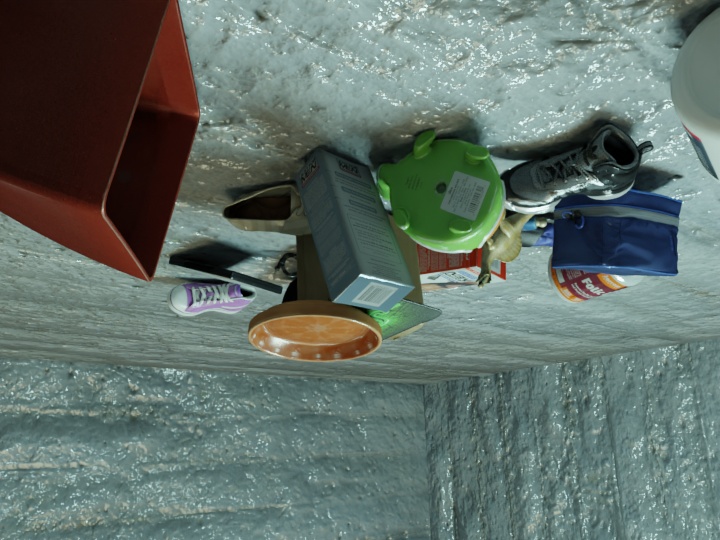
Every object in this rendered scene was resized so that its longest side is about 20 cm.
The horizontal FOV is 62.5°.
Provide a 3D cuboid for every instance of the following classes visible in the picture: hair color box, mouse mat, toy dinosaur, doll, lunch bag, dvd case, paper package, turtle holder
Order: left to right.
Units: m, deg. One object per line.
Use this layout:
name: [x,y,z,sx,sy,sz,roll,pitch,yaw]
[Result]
dvd case: [-0.266,0.010,1.168,0.195,0.018,0.141,11,173,37]
hair color box: [-0.011,-0.053,0.767,0.097,0.205,0.060,14,137,-42]
paper package: [0.000,0.000,0.964,0.195,0.197,0.102,12,154,-38]
mouse mat: [0.006,0.075,0.879,0.157,0.008,0.198,16,151,-32]
turtle holder: [0.102,-0.088,0.782,0.180,0.146,0.131,-10,163,23]
hair color box: [0.152,-0.010,1.071,0.196,0.066,0.109,-8,162,42]
toy dinosaur: [0.230,-0.068,0.960,0.101,0.201,0.058,42,176,-10]
doll: [0.289,-0.065,1.035,0.193,0.050,0.136,5,161,-22]
lunch bag: [0.383,-0.066,0.905,0.194,0.138,0.135,6,178,-27]

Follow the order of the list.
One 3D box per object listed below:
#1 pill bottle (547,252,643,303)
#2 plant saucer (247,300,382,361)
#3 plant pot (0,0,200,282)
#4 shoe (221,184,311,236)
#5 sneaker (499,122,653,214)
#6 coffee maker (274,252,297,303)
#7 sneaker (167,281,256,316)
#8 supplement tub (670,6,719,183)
pill bottle: [0.450,-0.018,1.090,0.110,0.119,0.199,6,162,-24]
plant saucer: [-0.065,0.088,0.858,0.192,0.033,0.202,1,155,0]
plant pot: [-0.266,-0.132,0.546,0.170,0.207,0.200,13,162,-5]
shoe: [-0.114,-0.088,0.878,0.193,0.073,0.053,-4,172,15]
sneaker: [0.274,-0.135,0.770,0.192,0.078,0.114,-8,163,0]
coffee maker: [-0.105,0.048,1.266,0.192,0.135,0.199,44,152,-5]
sneaker: [-0.325,0.050,1.327,0.196,0.075,0.113,0,163,-45]
supplement tub: [0.395,-0.159,0.579,0.137,0.146,0.197,-14,160,36]
